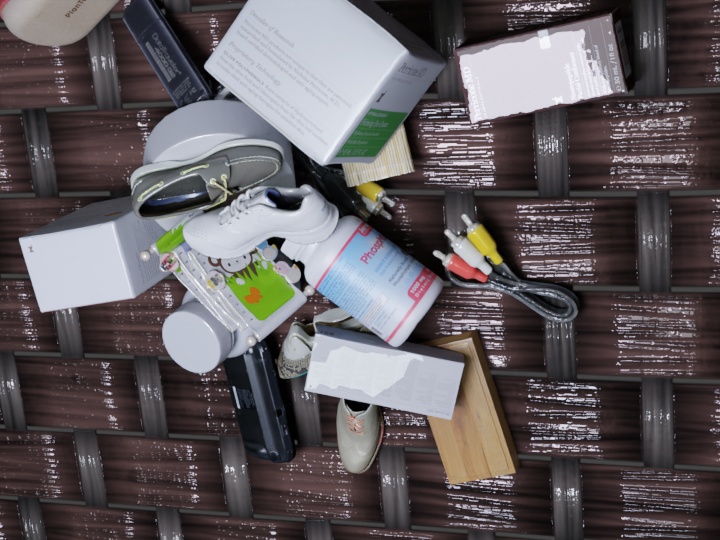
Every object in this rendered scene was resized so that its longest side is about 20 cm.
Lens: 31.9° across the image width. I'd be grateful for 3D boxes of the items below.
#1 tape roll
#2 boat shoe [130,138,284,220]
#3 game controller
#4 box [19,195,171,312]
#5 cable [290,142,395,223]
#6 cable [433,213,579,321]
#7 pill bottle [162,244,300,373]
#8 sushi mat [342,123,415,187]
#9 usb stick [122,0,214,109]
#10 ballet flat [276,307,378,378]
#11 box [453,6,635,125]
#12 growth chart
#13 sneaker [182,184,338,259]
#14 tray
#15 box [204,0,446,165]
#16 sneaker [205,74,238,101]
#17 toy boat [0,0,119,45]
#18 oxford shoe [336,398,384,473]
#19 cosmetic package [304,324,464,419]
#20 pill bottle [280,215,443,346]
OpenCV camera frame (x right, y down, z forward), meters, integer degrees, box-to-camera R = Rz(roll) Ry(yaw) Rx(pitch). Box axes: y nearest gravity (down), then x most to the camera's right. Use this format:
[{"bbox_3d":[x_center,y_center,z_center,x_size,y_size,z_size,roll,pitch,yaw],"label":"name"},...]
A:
[{"bbox_3d":[-0.187,-0.126,1.656,0.202,0.071,0.203,-5,138,-4],"label":"tape roll"},{"bbox_3d":[-0.190,-0.110,1.576,0.201,0.060,0.072,-13,137,6],"label":"boat shoe"},{"bbox_3d":[-0.149,0.181,1.808,0.104,0.042,0.201,6,112,52],"label":"game controller"},{"bbox_3d":[-0.340,-0.031,1.724,0.152,0.200,0.107,-8,104,22],"label":"box"},{"bbox_3d":[-0.042,-0.127,1.693,0.200,0.050,0.097,49,133,12],"label":"cable"},{"bbox_3d":[0.184,0.016,1.637,0.200,0.050,0.097,39,120,4],"label":"cable"},{"bbox_3d":[-0.174,0.051,1.685,0.114,0.200,0.115,13,120,23],"label":"pill bottle"},{"bbox_3d":[0.003,-0.214,1.630,0.095,0.012,0.201,-14,91,22],"label":"sushi mat"},{"bbox_3d":[-0.255,-0.283,1.666,0.055,0.033,0.200,-41,66,19],"label":"usb stick"},{"bbox_3d":[-0.050,0.086,1.732,0.200,0.068,0.075,-24,142,22],"label":"ballet flat"},{"bbox_3d":[0.223,-0.249,1.534,0.199,0.075,0.100,-10,104,23],"label":"box"},{"bbox_3d":[-0.165,0.000,1.617,0.200,0.145,0.018,41,148,-3],"label":"growth chart"},{"bbox_3d":[-0.131,-0.071,1.564,0.199,0.075,0.087,-12,148,12],"label":"sneaker"},{"bbox_3d":[0.141,0.189,1.724,0.098,0.037,0.201,-15,101,22],"label":"tray"},{"bbox_3d":[-0.037,-0.251,1.528,0.200,0.199,0.172,39,105,11],"label":"box"},{"bbox_3d":[-0.204,-0.198,1.705,0.079,0.074,0.200,32,112,-25],"label":"sneaker"},{"bbox_3d":[-0.403,-0.398,1.686,0.200,0.130,0.131,-38,62,24],"label":"toy boat"},{"bbox_3d":[-0.007,0.199,1.755,0.071,0.074,0.201,9,110,16],"label":"oxford shoe"},{"bbox_3d":[0.031,0.134,1.667,0.199,0.051,0.083,12,103,-1],"label":"cosmetic package"},{"bbox_3d":[0.000,0.000,1.634,0.200,0.109,0.109,36,115,0],"label":"pill bottle"}]
